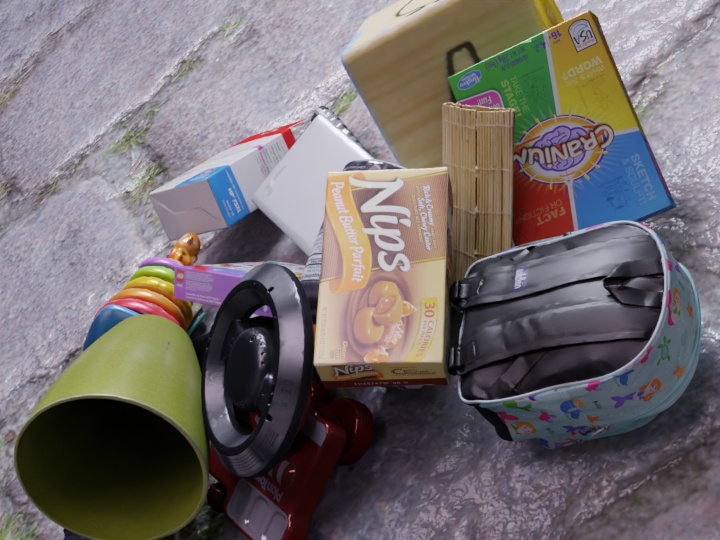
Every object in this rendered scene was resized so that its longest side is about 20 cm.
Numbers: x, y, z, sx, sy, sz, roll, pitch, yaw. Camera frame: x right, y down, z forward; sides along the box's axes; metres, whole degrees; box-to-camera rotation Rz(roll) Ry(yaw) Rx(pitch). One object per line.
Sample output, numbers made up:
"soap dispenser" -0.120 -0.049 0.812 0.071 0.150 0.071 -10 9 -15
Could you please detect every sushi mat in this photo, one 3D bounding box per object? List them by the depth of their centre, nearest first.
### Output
"sushi mat" 0.112 -0.059 1.305 0.012 0.201 0.096 -14 20 -40

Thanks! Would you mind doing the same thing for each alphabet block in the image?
"alphabet block" 0.121 -0.209 1.437 0.200 0.197 0.195 -26 17 18

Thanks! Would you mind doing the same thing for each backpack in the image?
"backpack" 0.196 0.056 1.180 0.200 0.151 0.178 -22 45 34

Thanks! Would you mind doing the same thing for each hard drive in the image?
"hard drive" -0.023 -0.074 1.539 0.132 0.026 0.200 -51 55 5

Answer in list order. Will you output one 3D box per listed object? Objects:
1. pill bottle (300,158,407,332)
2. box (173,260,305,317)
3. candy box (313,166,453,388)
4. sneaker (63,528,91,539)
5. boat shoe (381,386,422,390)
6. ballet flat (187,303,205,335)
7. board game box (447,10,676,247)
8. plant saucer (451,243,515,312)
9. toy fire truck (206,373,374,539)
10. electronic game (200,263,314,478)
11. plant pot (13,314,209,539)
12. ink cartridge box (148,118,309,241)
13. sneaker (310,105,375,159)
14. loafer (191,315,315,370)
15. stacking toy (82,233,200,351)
"pill bottle" 0.000 0.000 1.338 0.106 0.106 0.200 3 65 43
"box" -0.089 0.019 1.463 0.200 0.137 0.039 9 99 48
"candy box" 0.024 0.005 1.234 0.115 0.055 0.200 -1 61 9
"sneaker" -0.239 0.277 1.392 0.202 0.077 0.146 -6 51 38
"boat shoe" 0.043 0.033 1.402 0.062 0.073 0.200 -10 51 28
"ballet flat" -0.253 0.107 1.584 0.200 0.062 0.067 -60 6 -30
"board game box" 0.190 -0.123 1.294 0.153 0.040 0.200 -24 82 18
"plant saucer" 0.170 -0.023 1.376 0.201 0.039 0.201 -24 39 22
"toy fire truck" -0.093 0.179 1.355 0.200 0.112 0.168 26 90 52
"electronic game" -0.097 0.092 1.267 0.200 0.042 0.201 -28 57 54
"plant pot" -0.229 0.138 1.375 0.187 0.187 0.200 -25 27 20
"ink cartridge box" -0.147 -0.114 1.672 0.116 0.067 0.200 -10 19 44
"sneaker" -0.044 -0.116 1.629 0.115 0.075 0.200 -41 38 3
"loafer" -0.100 0.082 1.491 0.200 0.073 0.072 -7 19 32
"stacking toy" -0.226 0.027 1.548 0.116 0.110 0.200 121 172 -48
